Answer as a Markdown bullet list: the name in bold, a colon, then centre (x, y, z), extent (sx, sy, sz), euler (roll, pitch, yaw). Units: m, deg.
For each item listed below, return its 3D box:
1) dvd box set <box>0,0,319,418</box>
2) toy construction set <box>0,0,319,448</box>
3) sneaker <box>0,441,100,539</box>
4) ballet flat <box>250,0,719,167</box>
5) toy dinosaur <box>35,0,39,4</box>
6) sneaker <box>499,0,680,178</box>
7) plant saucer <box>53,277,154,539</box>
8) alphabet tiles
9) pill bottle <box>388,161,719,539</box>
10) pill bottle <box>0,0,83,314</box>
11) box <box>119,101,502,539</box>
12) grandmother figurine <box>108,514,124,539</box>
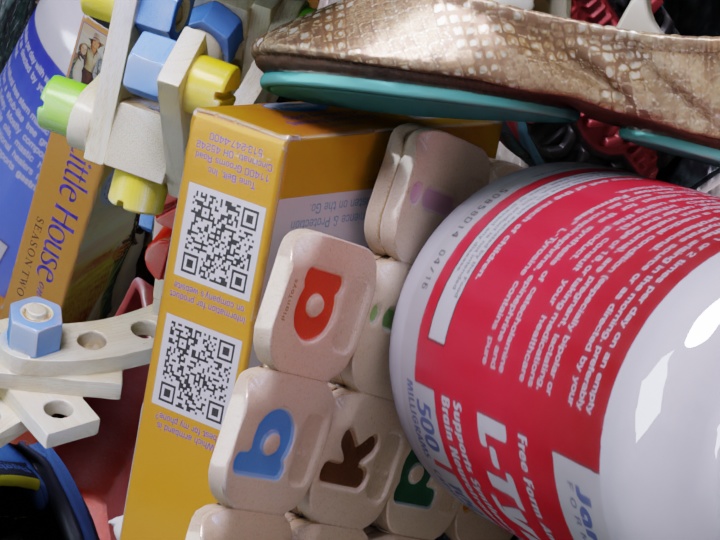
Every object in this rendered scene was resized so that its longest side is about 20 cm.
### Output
- **dvd box set**: centre (-0.082, -0.037, 1.070), extent (0.146, 0.029, 0.201), euler (-36, -27, -51)
- **toy construction set**: centre (-0.066, -0.021, 0.873), extent (0.200, 0.092, 0.131), euler (-62, -3, 37)
- **sneaker**: centre (-0.148, 0.061, 0.998), extent (0.201, 0.066, 0.079), euler (57, 155, 20)
- **ballet flat**: centre (0.070, -0.066, 0.758), extent (0.071, 0.199, 0.066), euler (-6, -74, -85)
- **toy dinosaur**: centre (-0.128, -0.173, 1.369), extent (0.103, 0.077, 0.200), euler (-58, 22, 2)
- **sneaker**: centre (0.034, -0.107, 0.837), extent (0.079, 0.201, 0.095), euler (-38, 40, -19)
- **plant saucer**: centre (-0.075, 0.133, 1.004), extent (0.200, 0.036, 0.201), euler (123, 141, -58)
- **alphabet tiles**: centre (0.007, 0.059, 0.814), extent (0.015, 0.195, 0.201), euler (19, 91, 29)
- **pill bottle**: centre (0.095, 0.038, 0.714), extent (0.200, 0.112, 0.113), euler (22, 94, 65)
- **pill bottle**: centre (-0.109, -0.067, 1.193), extent (0.200, 0.112, 0.112), euler (-57, 29, 29)
- **box**: centre (-0.020, 0.048, 0.819), extent (0.041, 0.119, 0.201), euler (21, 106, 31)
- **grandmother figurine**: centre (-0.091, 0.157, 0.878), extent (0.201, 0.121, 0.061), euler (-61, -16, -3)
